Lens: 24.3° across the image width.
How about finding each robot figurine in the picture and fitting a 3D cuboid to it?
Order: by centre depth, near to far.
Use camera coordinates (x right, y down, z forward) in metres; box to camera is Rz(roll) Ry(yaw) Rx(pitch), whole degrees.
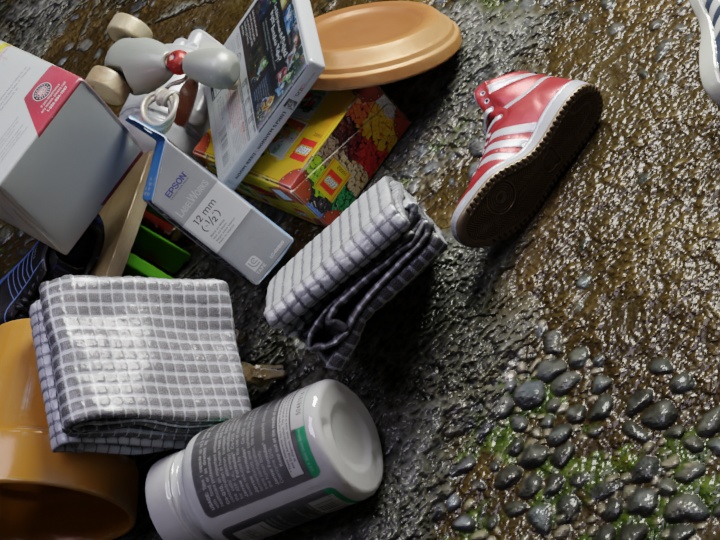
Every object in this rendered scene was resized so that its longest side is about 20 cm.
[{"bbox_3d":[-0.217,-0.183,1.947,0.170,0.113,0.200,-19,43,54],"label":"robot figurine"}]

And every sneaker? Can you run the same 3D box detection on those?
[{"bbox_3d":[0.347,-0.232,1.504,0.084,0.075,0.200,-23,54,29],"label":"sneaker"},{"bbox_3d":[0.132,-0.111,1.594,0.200,0.071,0.112,-48,41,-14],"label":"sneaker"},{"bbox_3d":[-0.343,0.018,1.785,0.200,0.070,0.078,-58,19,-2],"label":"sneaker"}]

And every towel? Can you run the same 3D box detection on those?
[{"bbox_3d":[0.000,0.000,1.553,0.166,0.086,0.200,-42,9,5],"label":"towel"},{"bbox_3d":[-0.202,0.087,1.580,0.086,0.200,0.166,-56,42,45],"label":"towel"}]

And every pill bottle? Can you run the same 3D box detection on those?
[{"bbox_3d":[-0.089,0.183,1.508,0.200,0.113,0.113,-24,43,25],"label":"pill bottle"}]

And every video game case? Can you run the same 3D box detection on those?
[{"bbox_3d":[-0.105,-0.210,1.767,0.182,0.023,0.200,-51,33,30],"label":"video game case"}]

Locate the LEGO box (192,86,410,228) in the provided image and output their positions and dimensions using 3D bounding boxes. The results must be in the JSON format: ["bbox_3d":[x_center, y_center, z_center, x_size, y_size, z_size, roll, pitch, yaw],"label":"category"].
[{"bbox_3d":[-0.067,-0.144,1.802,0.200,0.077,0.149,24,75,50],"label":"LEGO box"}]

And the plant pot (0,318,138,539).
[{"bbox_3d":[-0.314,0.154,1.645,0.200,0.200,0.183,-17,58,32],"label":"plant pot"}]

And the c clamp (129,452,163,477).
[{"bbox_3d":[-0.256,0.135,1.735,0.171,0.027,0.200,-41,53,36],"label":"c clamp"}]

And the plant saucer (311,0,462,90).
[{"bbox_3d":[0.007,-0.244,1.775,0.200,0.037,0.200,-9,26,5],"label":"plant saucer"}]

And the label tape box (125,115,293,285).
[{"bbox_3d":[-0.171,-0.071,1.681,0.066,0.200,0.143,-54,11,-4],"label":"label tape box"}]

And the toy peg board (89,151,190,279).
[{"bbox_3d":[-0.276,0.000,1.878,0.199,0.098,0.200,-25,41,48],"label":"toy peg board"}]

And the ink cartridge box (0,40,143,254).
[{"bbox_3d":[-0.366,-0.139,1.751,0.200,0.145,0.145,27,75,32],"label":"ink cartridge box"}]

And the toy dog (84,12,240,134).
[{"bbox_3d":[-0.207,-0.209,1.819,0.132,0.096,0.200,-51,50,-3],"label":"toy dog"}]

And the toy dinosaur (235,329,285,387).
[{"bbox_3d":[-0.170,0.111,1.692,0.200,0.058,0.101,-26,44,24],"label":"toy dinosaur"}]
